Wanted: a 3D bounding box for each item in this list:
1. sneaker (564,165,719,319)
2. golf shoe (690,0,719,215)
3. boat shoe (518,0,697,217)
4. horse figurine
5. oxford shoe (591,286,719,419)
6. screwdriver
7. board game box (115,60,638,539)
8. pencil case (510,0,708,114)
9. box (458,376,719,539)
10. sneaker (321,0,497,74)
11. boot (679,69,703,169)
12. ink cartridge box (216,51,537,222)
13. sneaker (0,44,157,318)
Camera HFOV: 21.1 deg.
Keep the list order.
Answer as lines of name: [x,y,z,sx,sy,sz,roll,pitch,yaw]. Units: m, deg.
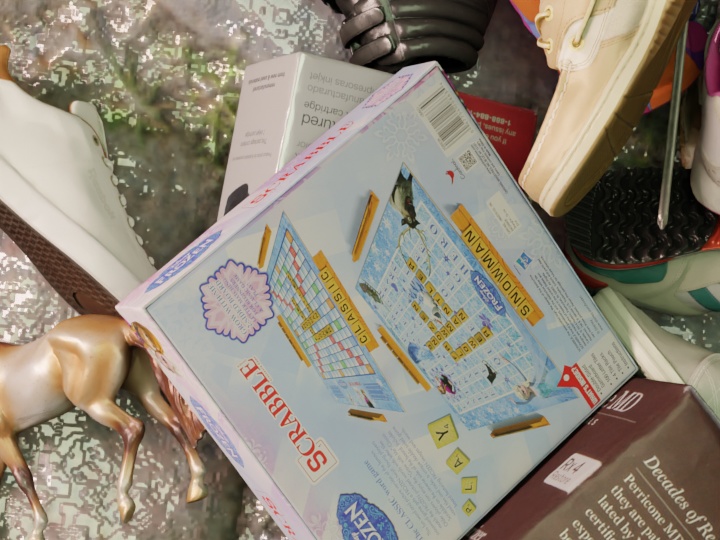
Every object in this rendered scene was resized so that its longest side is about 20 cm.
sneaker: [0.208,-0.012,1.069,0.200,0.093,0.070,1,67,0]
golf shoe: [0.220,-0.125,1.023,0.075,0.092,0.200,5,58,15]
boat shoe: [0.123,-0.126,0.975,0.069,0.074,0.200,27,92,14]
horse figurine: [-0.157,0.074,1.013,0.200,0.050,0.133,-19,85,25]
oxford shoe: [0.203,0.077,1.030,0.058,0.075,0.200,-46,77,1]
screwdriver: [0.168,-0.116,1.016,0.028,0.029,0.200,5,80,11]
board game box: [0.014,0.034,0.967,0.200,0.041,0.200,-40,107,-20]
pencil case: [0.110,-0.173,1.036,0.088,0.088,0.200,-41,120,-8]
box: [0.122,0.179,1.007,0.200,0.166,0.164,-40,95,-8]
sneaker: [-0.014,-0.159,1.058,0.200,0.071,0.099,9,81,-11]
boot: [0.284,-0.122,1.101,0.200,0.066,0.175,-2,87,-7]
ink cartridge box: [0.000,0.000,1.031,0.146,0.083,0.200,12,85,-23]
sneaker: [-0.146,-0.039,1.034,0.200,0.073,0.085,47,65,-11]
